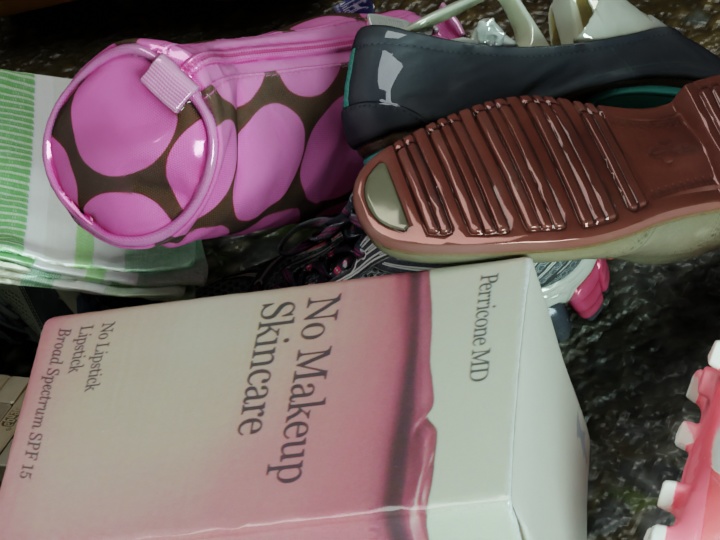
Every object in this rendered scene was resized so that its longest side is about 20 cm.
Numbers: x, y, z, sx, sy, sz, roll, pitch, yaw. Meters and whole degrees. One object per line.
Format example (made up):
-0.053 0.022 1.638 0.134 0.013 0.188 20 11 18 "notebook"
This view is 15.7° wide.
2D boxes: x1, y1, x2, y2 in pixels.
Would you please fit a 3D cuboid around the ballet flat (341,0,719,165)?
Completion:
0.080 -0.087 1.090 0.199 0.073 0.073 -8 34 -29 "ballet flat"

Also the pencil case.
-0.037 -0.066 1.087 0.200 0.094 0.091 -18 71 -53 "pencil case"

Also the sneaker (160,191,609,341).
0.000 0.000 1.085 0.199 0.075 0.081 -18 41 5 "sneaker"

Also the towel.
-0.165 -0.047 1.099 0.199 0.023 0.153 8 36 -12 "towel"

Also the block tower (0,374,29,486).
-0.202 0.075 1.094 0.199 0.058 0.054 6 38 25 "block tower"

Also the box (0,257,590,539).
-0.022 0.085 0.976 0.199 0.109 0.128 -8 42 15 "box"

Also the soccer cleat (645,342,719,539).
0.155 0.066 0.956 0.076 0.067 0.200 21 44 6 "soccer cleat"

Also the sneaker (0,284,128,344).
-0.164 0.005 1.161 0.085 0.077 0.200 -39 36 -6 "sneaker"

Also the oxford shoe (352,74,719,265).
0.091 -0.023 1.011 0.199 0.075 0.071 -7 57 -14 "oxford shoe"

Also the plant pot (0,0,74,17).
-0.136 -0.219 1.305 0.183 0.200 0.201 -23 38 21 "plant pot"
